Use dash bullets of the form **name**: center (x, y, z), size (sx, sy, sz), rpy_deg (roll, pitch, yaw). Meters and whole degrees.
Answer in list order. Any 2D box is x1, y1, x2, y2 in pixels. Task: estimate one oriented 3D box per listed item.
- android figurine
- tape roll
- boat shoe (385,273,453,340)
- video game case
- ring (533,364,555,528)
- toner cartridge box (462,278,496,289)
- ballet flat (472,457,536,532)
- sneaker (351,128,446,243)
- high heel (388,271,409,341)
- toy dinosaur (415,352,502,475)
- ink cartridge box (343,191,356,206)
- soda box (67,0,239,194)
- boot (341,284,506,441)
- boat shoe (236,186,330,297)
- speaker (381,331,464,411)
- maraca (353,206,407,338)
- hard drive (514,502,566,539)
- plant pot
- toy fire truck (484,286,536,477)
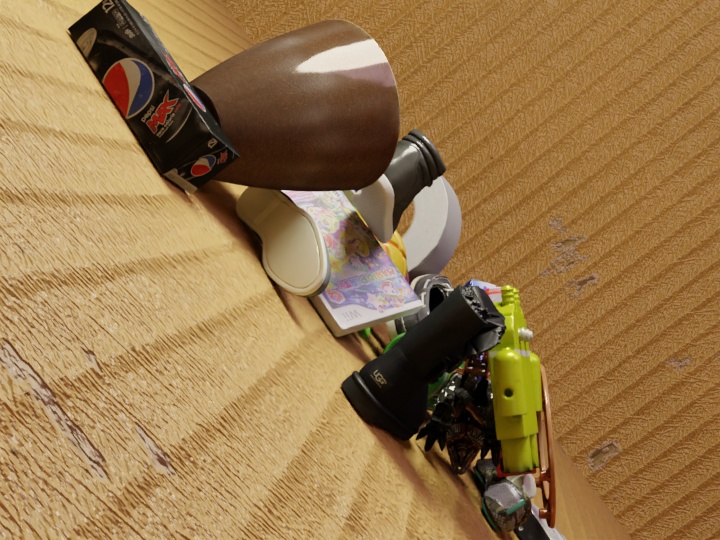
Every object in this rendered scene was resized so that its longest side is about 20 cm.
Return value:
- **android figurine**: center (0.167, 0.117, 1.473), size (0.182, 0.041, 0.200), rpy_deg (23, 62, -75)
- **tape roll**: center (0.037, -0.069, 1.899), size (0.200, 0.200, 0.066), rpy_deg (56, 7, 28)
- **boat shoe**: center (0.095, 0.048, 1.767), size (0.200, 0.063, 0.073), rpy_deg (-36, 108, -64)
- **video game case**: center (-0.030, -0.019, 1.594), size (0.143, 0.018, 0.200), rpy_deg (-14, 62, -46)
- **ring**: center (0.220, 0.214, 1.666), size (0.200, 0.019, 0.201), rpy_deg (-3, 90, -87)
- **toner cartridge box**: center (0.151, 0.122, 1.811), size (0.043, 0.095, 0.200), rpy_deg (13, 54, -25)
- **ballet flat**: center (0.183, 0.268, 1.684), size (0.072, 0.072, 0.200), rpy_deg (52, 5, -6)
- **sneaker**: center (0.049, -0.097, 1.584), size (0.071, 0.099, 0.200), rpy_deg (52, -13, 11)
- **high heel**: center (0.076, 0.081, 1.814), size (0.200, 0.096, 0.067), rpy_deg (52, 5, -11)
- **toy dinosaur**: center (0.121, 0.151, 1.567), size (0.136, 0.102, 0.200), rpy_deg (-68, 147, -62)
- **ink cartridge box**: center (-0.042, -0.069, 1.778), size (0.039, 0.099, 0.200), rpy_deg (56, 5, 33)
- **soda box**: center (-0.201, -0.173, 1.322), size (0.200, 0.063, 0.071), rpy_deg (54, 7, 23)
- **boot**: center (0.080, 0.094, 1.410), size (0.076, 0.168, 0.200), rpy_deg (54, 5, 18)
- **boat shoe**: center (-0.070, -0.028, 1.448), size (0.062, 0.073, 0.200), rpy_deg (43, 6, -40)
- **speaker**: center (0.083, 0.125, 1.667), size (0.089, 0.088, 0.200), rpy_deg (54, 6, 17)
- **maraca**: center (0.000, 0.000, 1.697), size (0.137, 0.107, 0.200), rpy_deg (64, 22, -23)
- **hard drive**: center (0.265, 0.389, 1.759), size (0.200, 0.038, 0.140), rpy_deg (55, 6, 31)
- **plant pot**: center (-0.093, -0.159, 1.428), size (0.200, 0.187, 0.187), rpy_deg (-17, 62, -40)
- **toy fire truck**: center (0.176, 0.133, 1.654), size (0.141, 0.049, 0.200), rpy_deg (-77, 159, -72)
